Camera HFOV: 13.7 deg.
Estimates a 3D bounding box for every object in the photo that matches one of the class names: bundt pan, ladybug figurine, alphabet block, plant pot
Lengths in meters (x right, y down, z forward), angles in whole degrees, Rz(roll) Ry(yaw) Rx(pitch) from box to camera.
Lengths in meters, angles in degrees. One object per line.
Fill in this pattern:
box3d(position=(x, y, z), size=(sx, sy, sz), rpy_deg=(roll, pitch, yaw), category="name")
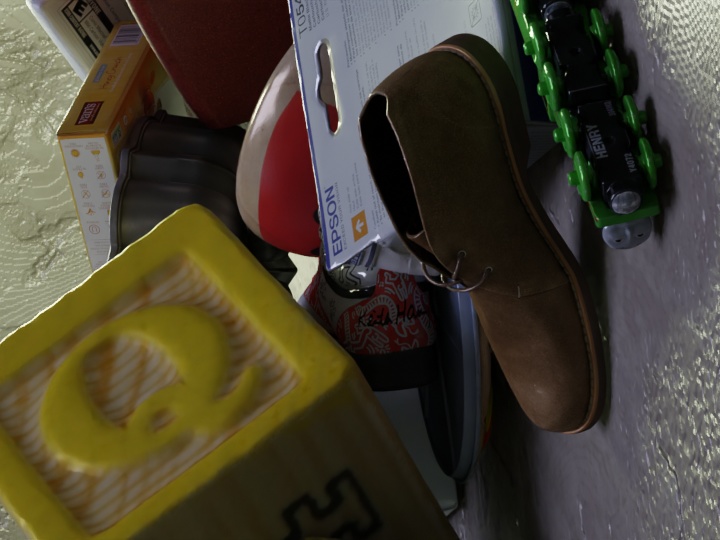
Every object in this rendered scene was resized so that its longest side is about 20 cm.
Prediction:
box3d(position=(-0.091, 0.000, 1.864), size=(0.202, 0.076, 0.202), rpy_deg=(-1, -90, -77), category="bundt pan")
box3d(position=(-0.005, -0.077, 1.764), size=(0.072, 0.136, 0.200), rpy_deg=(46, 142, 26), category="ladybug figurine")
box3d(position=(-0.086, 0.121, 1.672), size=(0.195, 0.196, 0.200), rpy_deg=(42, 167, 46), category="alphabet block")
box3d(position=(-0.057, -0.205, 1.834), size=(0.200, 0.199, 0.177), rpy_deg=(-108, 3, -56), category="plant pot")

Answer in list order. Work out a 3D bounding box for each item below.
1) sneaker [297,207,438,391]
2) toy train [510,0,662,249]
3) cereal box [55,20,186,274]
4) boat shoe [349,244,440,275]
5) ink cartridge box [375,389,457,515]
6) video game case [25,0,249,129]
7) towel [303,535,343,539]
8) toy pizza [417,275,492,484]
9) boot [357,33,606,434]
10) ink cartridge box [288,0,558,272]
box3d(position=(0.001, 0.000, 1.729), size=(0.201, 0.067, 0.108), rpy_deg=(-146, 52, -76), category="sneaker")
box3d(position=(0.097, -0.086, 1.347), size=(0.056, 0.042, 0.200), rpy_deg=(80, 177, -45), category="toy train")
box3d(position=(-0.138, -0.040, 1.913), size=(0.144, 0.039, 0.200), rpy_deg=(-72, -25, -53), category="cereal box")
box3d(position=(0.042, -0.094, 1.612), size=(0.072, 0.066, 0.200), rpy_deg=(106, 179, -76), category="boat shoe")
box3d(position=(0.002, 0.102, 1.923), size=(0.200, 0.083, 0.146), rpy_deg=(123, 141, -75), category="ink cartridge box")
box3d(position=(-0.107, -0.170, 1.978), size=(0.022, 0.182, 0.200), rpy_deg=(27, 158, 47), category="video game case")
box3d(position=(0.034, 0.231, 1.635), size=(0.023, 0.143, 0.200), rpy_deg=(-76, -13, -55), category="towel")
box3d(position=(0.055, 0.021, 1.703), size=(0.200, 0.032, 0.201), rpy_deg=(174, 90, -82), category="toy pizza")
box3d(position=(0.054, -0.005, 1.415), size=(0.074, 0.075, 0.200), rpy_deg=(-8, 108, 50), category="boot")
box3d(position=(0.032, -0.123, 1.530), size=(0.200, 0.041, 0.200), rpy_deg=(-36, 56, 54), category="ink cartridge box")
